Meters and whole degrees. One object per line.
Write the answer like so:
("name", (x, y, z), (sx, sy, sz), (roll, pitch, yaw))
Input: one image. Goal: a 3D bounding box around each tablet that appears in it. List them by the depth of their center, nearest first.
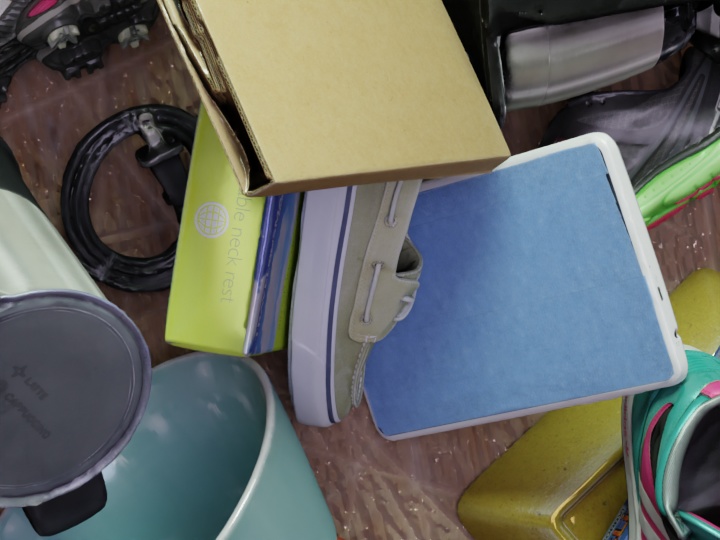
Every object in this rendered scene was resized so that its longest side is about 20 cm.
("tablet", (0.066, 0.012, 1.205), (0.014, 0.200, 0.131), (-24, 97, -49))

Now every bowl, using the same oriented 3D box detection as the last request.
("bowl", (-0.089, 0.148, 1.180), (0.201, 0.201, 0.105), (-48, 118, -5))

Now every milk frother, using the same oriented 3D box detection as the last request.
("milk frother", (-0.141, 0.005, 1.150), (0.200, 0.188, 0.181), (-40, 132, -2))

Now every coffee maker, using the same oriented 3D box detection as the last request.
("coffee maker", (0.141, -0.176, 1.180), (0.199, 0.192, 0.135), (-12, 50, -11))

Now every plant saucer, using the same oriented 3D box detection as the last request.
("plant saucer", (0.188, 0.136, 1.287), (0.200, 0.048, 0.200), (-43, 99, -5))

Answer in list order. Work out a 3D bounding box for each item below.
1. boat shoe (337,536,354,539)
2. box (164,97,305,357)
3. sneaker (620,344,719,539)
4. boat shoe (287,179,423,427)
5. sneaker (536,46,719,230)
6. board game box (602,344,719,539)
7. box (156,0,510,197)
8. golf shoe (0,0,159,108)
("boat shoe", (-0.054, 0.228, 1.238), (0.062, 0.071, 0.200), (34, 82, -13))
("box", (-0.055, -0.021, 1.158), (0.047, 0.200, 0.122), (8, 90, 5))
("sneaker", (0.183, 0.139, 1.164), (0.083, 0.121, 0.201), (-11, 94, -8))
("boat shoe", (0.000, 0.000, 1.197), (0.062, 0.072, 0.200), (8, 126, 4))
("sneaker", (0.121, -0.051, 1.264), (0.200, 0.077, 0.084), (-31, 79, -10))
("board game box", (0.225, 0.113, 1.250), (0.135, 0.034, 0.200), (33, 87, -10))
("box", (-0.019, -0.114, 1.086), (0.021, 0.200, 0.164), (-30, 79, 32))
("golf shoe", (-0.204, -0.125, 1.204), (0.200, 0.077, 0.088), (-24, 72, -7))
